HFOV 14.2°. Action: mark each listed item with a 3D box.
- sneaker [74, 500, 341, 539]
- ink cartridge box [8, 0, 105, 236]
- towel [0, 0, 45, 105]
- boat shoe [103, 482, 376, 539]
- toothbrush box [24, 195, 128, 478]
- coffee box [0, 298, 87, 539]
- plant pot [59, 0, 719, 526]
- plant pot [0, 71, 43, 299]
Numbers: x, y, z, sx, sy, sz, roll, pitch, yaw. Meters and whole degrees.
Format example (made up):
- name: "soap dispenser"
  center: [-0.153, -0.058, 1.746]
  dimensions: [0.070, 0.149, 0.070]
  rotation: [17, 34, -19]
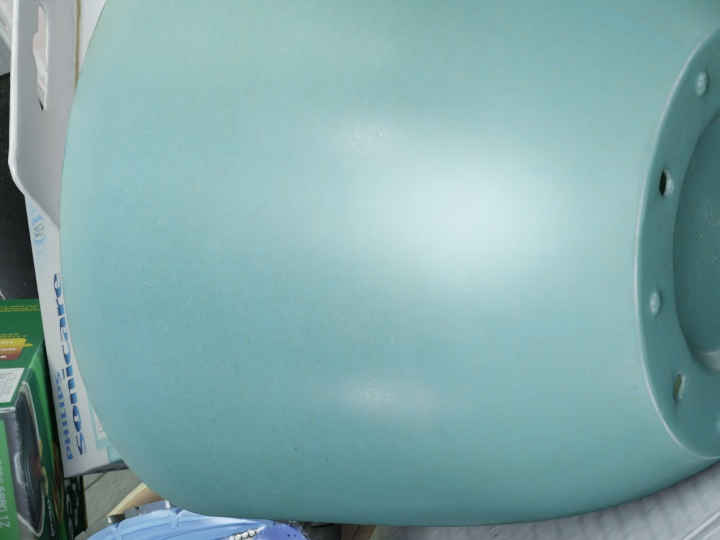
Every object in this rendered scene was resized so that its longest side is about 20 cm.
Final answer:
- name: "sneaker"
  center: [-0.076, 0.132, 0.958]
  dimensions: [0.200, 0.078, 0.075]
  rotation: [-36, -18, 33]
- name: "ink cartridge box"
  center: [-0.042, -0.039, 0.957]
  dimensions: [0.067, 0.200, 0.117]
  rotation: [-14, 60, 19]
- name: "towel"
  center: [-0.072, -0.102, 1.507]
  dimensions: [0.191, 0.200, 0.032]
  rotation: [-17, -37, -21]
- name: "boat shoe"
  center: [-0.068, 0.106, 1.033]
  dimensions: [0.200, 0.071, 0.065]
  rotation: [-38, 11, 24]
- name: "toothbrush box"
  center: [-0.062, 0.000, 1.207]
  dimensions: [0.085, 0.147, 0.200]
  rotation: [-5, -7, -27]
- name: "coffee box"
  center: [-0.154, 0.091, 1.280]
  dimensions: [0.044, 0.123, 0.200]
  rotation: [-5, 11, 0]
- name: "plant pot"
  center: [0.037, -0.016, 0.835]
  dimensions: [0.161, 0.201, 0.201]
  rotation: [7, 39, 32]
- name: "plant pot"
  center: [-0.139, -0.040, 1.615]
  dimensions: [0.177, 0.200, 0.200]
  rotation: [-32, 8, -11]
